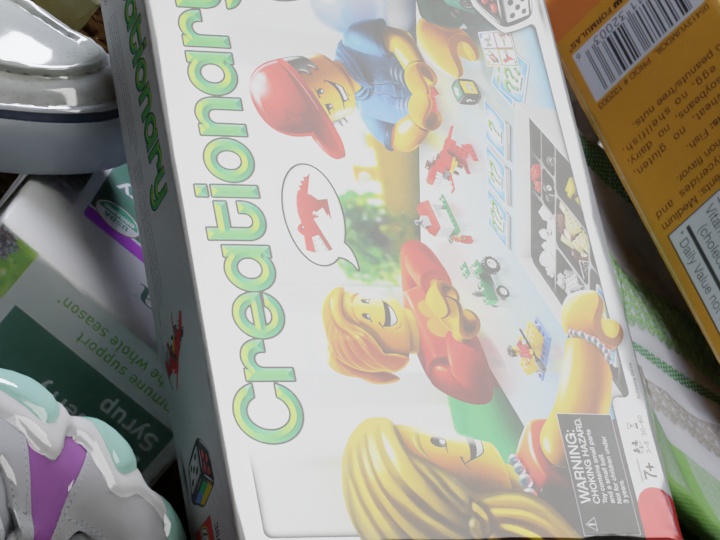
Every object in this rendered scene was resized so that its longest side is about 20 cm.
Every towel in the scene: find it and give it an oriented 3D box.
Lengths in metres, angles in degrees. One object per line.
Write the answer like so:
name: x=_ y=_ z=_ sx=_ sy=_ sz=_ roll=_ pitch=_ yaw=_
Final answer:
towel: x=0.110 y=0.036 z=0.864 sx=0.149 sy=0.031 sz=0.200 roll=33 pitch=23 yaw=-29

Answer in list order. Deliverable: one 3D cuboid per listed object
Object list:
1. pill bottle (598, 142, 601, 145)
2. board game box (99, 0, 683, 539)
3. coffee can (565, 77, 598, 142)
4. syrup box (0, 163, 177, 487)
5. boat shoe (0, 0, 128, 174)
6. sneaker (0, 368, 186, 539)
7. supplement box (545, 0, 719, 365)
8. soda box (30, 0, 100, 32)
pill bottle: x=0.162 y=-0.011 z=1.277 sx=0.112 sy=0.112 sz=0.200 roll=34 pitch=22 yaw=-25
board game box: x=0.004 y=-0.010 z=0.748 sx=0.126 sy=0.035 sz=0.200 roll=1 pitch=60 yaw=-25
coffee can: x=-0.006 y=-0.113 z=1.107 sx=0.146 sy=0.146 sz=0.200 roll=26 pitch=26 yaw=-40
syrup box: x=-0.077 y=0.005 z=0.831 sx=0.079 sy=0.081 sz=0.200 roll=39 pitch=19 yaw=-8
boat shoe: x=-0.148 y=-0.093 z=0.771 sx=0.202 sy=0.086 sz=0.075 roll=20 pitch=23 yaw=9
sneaker: x=-0.125 y=0.073 z=0.622 sx=0.200 sy=0.078 sz=0.140 roll=24 pitch=28 yaw=-23
supplement box: x=0.129 y=-0.027 z=0.890 sx=0.066 sy=0.069 sz=0.200 roll=24 pitch=34 yaw=-43
soda box: x=-0.148 y=-0.131 z=0.918 sx=0.068 sy=0.064 sz=0.200 roll=28 pitch=23 yaw=-34
